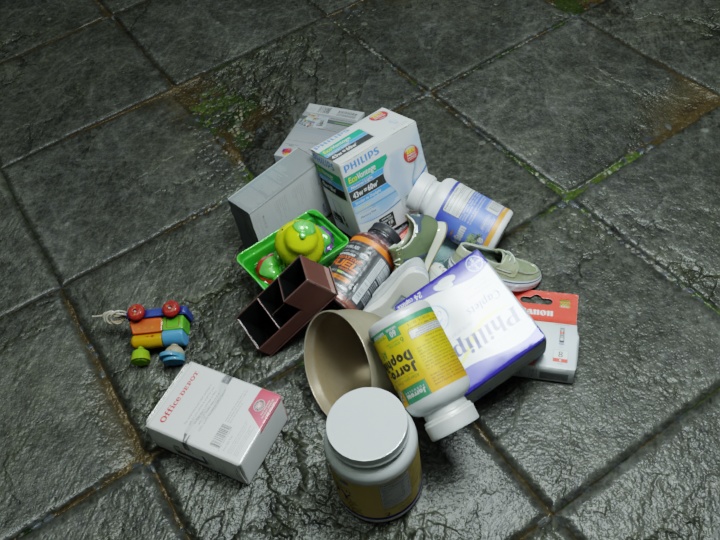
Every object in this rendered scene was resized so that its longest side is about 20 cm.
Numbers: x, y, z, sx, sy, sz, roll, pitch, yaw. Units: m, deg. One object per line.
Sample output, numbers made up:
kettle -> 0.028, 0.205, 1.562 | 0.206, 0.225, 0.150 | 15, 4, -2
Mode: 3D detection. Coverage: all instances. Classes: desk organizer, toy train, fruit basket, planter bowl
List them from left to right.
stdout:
toy train -> -0.431, 0.133, 1.494 | 0.199, 0.085, 0.116 | -6, 62, 4
desk organizer -> -0.140, 0.066, 1.427 | 0.200, 0.077, 0.072 | -43, 44, 24
fruit basket -> -0.131, -0.044, 1.510 | 0.215, 0.216, 0.155 | -34, 53, -19
planter bowl -> 0.010, 0.159, 1.338 | 0.134, 0.201, 0.200 | -9, 42, -37

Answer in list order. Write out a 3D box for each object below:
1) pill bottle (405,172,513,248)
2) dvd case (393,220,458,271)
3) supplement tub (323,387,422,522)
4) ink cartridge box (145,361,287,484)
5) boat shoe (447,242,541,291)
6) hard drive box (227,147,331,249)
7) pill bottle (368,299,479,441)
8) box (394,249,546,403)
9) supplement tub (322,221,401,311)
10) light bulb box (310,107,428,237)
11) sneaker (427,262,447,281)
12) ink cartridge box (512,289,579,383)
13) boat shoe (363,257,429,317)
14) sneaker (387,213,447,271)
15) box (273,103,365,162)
pill bottle -> 0.196, -0.116, 1.544 | 0.199, 0.112, 0.112 | 29, 58, 10
dvd case -> 0.117, -0.030, 1.576 | 0.200, 0.022, 0.146 | 32, 61, 32
supplement tub -> 0.021, 0.289, 1.197 | 0.144, 0.201, 0.146 | -5, 48, 5
ink cartridge box -> -0.250, 0.264, 1.341 | 0.199, 0.085, 0.146 | 18, 54, 20
boat shoe -> 0.264, -0.008, 1.460 | 0.199, 0.062, 0.072 | 6, 41, -21
hard drive box -> -0.166, -0.136, 1.625 | 0.077, 0.156, 0.200 | 33, 61, 33
pill bottle -> 0.102, 0.158, 1.198 | 0.112, 0.113, 0.201 | -25, 79, -12
box -> 0.189, 0.102, 1.321 | 0.183, 0.105, 0.200 | -34, 68, -4
supplement tub -> 0.000, 0.000, 1.499 | 0.107, 0.107, 0.200 | 24, 64, 27
light bulb box -> 0.029, -0.197, 1.602 | 0.198, 0.201, 0.125 | -33, 37, -18
sneaker -> 0.146, 0.071, 1.438 | 0.080, 0.075, 0.201 | -11, 54, -1
ink cartridge box -> 0.319, 0.104, 1.409 | 0.161, 0.050, 0.201 | 6, 54, 14
boat shoe -> 0.053, 0.054, 1.427 | 0.072, 0.200, 0.069 | 27, 30, -14
sneaker -> 0.087, -0.017, 1.470 | 0.089, 0.067, 0.201 | 23, 93, -16
box -> -0.094, -0.317, 1.845 | 0.155, 0.041, 0.201 | 13, 52, 20
